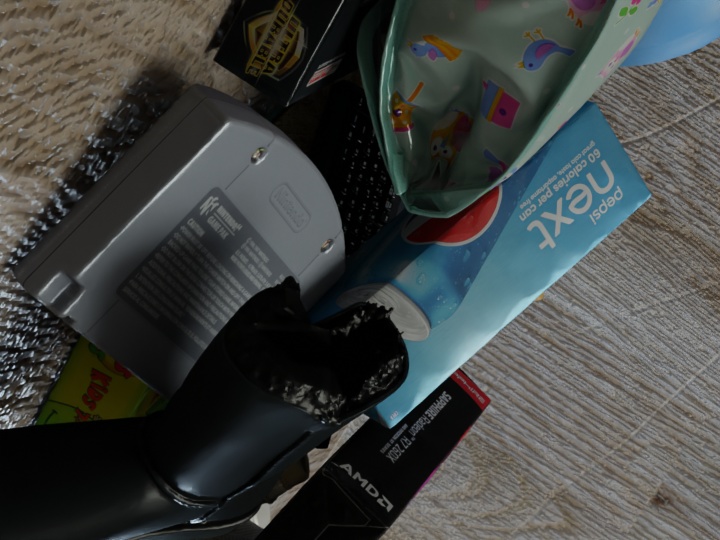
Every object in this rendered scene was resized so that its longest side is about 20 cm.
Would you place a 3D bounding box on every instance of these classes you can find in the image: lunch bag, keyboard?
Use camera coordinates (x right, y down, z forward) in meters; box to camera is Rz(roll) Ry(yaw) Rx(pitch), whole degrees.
[{"bbox_3d":[0.085,-0.137,0.856,0.170,0.122,0.200,-51,166,-48],"label":"lunch bag"},{"bbox_3d":[0.000,0.000,0.973,0.104,0.040,0.201,31,69,-44],"label":"keyboard"}]

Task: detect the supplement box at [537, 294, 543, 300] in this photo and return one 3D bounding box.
[{"bbox_3d":[0.096,-0.049,1.090,0.200,0.066,0.069,97,-17,-63],"label":"supplement box"}]

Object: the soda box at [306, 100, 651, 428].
[{"bbox_3d":[0.058,-0.008,0.938,0.200,0.068,0.064,-41,-157,-15],"label":"soda box"}]

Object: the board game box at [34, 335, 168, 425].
[{"bbox_3d":[-0.115,0.035,0.953,0.200,0.048,0.102,-59,173,24],"label":"board game box"}]

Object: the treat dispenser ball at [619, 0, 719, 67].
[{"bbox_3d":[0.156,-0.222,1.018,0.201,0.201,0.201,-55,173,-9],"label":"treat dispenser ball"}]

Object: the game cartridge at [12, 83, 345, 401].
[{"bbox_3d":[-0.074,-0.008,0.822,0.133,0.040,0.200,-43,156,-3],"label":"game cartridge"}]

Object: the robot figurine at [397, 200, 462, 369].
[{"bbox_3d":[0.007,-0.014,1.110,0.113,0.201,0.169,16,141,-43],"label":"robot figurine"}]

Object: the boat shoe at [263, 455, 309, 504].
[{"bbox_3d":[-0.052,0.054,1.035,0.072,0.076,0.200,51,27,-46],"label":"boat shoe"}]

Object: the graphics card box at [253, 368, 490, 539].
[{"bbox_3d":[-0.005,0.129,0.970,0.126,0.051,0.200,-48,175,24],"label":"graphics card box"}]

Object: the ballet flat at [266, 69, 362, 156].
[{"bbox_3d":[-0.005,-0.098,1.031,0.200,0.065,0.071,-52,176,-28],"label":"ballet flat"}]

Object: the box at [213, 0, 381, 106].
[{"bbox_3d":[0.012,-0.175,0.869,0.159,0.046,0.200,-59,173,21],"label":"box"}]

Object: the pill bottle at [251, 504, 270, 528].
[{"bbox_3d":[-0.153,0.229,1.331,0.114,0.114,0.200,-60,173,32],"label":"pill bottle"}]

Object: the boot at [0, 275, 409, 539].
[{"bbox_3d":[-0.092,0.070,0.774,0.200,0.077,0.168,-2,149,-37],"label":"boot"}]

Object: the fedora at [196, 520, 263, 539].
[{"bbox_3d":[-0.107,0.190,1.036,0.177,0.200,0.091,15,85,-58],"label":"fedora"}]
